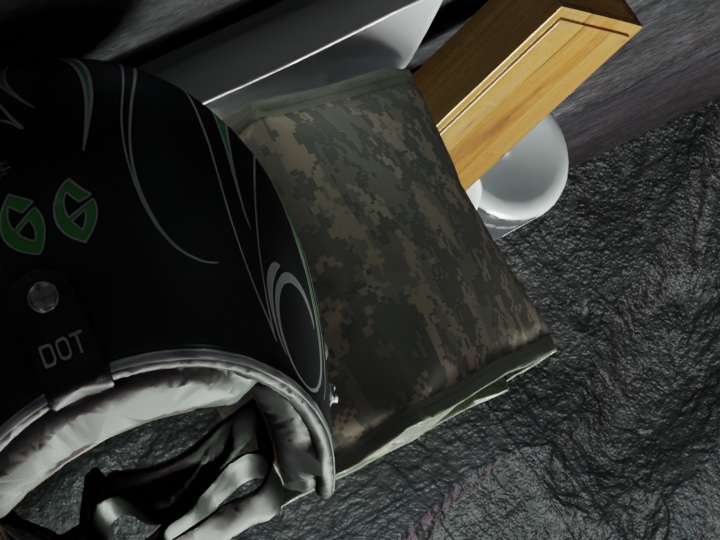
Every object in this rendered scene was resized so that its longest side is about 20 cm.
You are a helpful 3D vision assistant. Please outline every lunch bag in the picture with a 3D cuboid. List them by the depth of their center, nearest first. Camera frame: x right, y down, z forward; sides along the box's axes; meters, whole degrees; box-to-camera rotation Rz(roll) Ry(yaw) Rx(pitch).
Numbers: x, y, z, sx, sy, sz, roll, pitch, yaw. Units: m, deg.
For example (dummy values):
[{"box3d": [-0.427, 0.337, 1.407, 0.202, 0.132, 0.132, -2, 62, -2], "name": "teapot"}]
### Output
[{"box3d": [0.000, 0.000, 1.084, 0.117, 0.165, 0.200, -33, 173, 31], "name": "lunch bag"}]

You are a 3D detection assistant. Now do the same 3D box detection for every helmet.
[{"box3d": [-0.108, 0.017, 0.860, 0.198, 0.191, 0.201, -16, 140, -13], "name": "helmet"}]

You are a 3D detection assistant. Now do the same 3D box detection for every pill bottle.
[{"box3d": [0.064, -0.061, 1.724, 0.106, 0.107, 0.200, -23, 176, -30], "name": "pill bottle"}]

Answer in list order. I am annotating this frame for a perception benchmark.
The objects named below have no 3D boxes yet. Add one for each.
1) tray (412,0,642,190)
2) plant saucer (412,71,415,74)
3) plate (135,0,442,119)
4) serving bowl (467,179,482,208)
[{"box3d": [0.057, -0.086, 1.277, 0.200, 0.037, 0.098, -42, 158, 25], "name": "tray"}, {"box3d": [0.013, -0.103, 1.442, 0.199, 0.019, 0.070, -26, 177, -11], "name": "plant saucer"}, {"box3d": [-0.063, -0.080, 1.051, 0.198, 0.033, 0.200, -26, 177, -5], "name": "plate"}, {"box3d": [-0.023, -0.027, 1.436, 0.199, 0.066, 0.200, -28, 159, -12], "name": "serving bowl"}]
